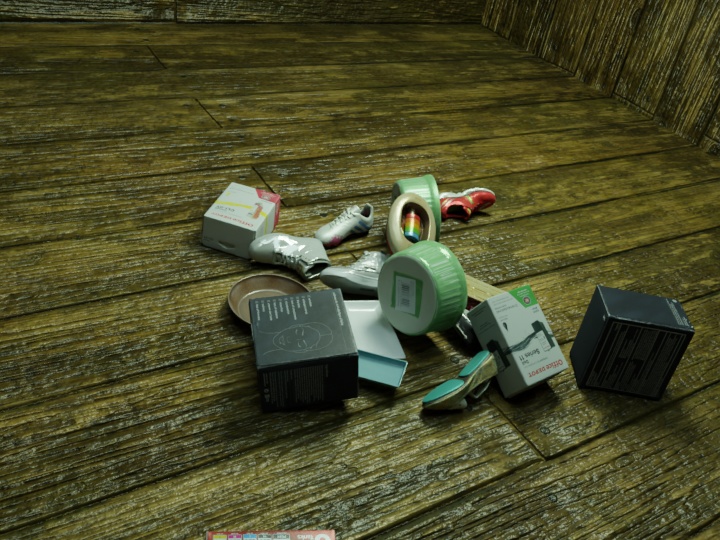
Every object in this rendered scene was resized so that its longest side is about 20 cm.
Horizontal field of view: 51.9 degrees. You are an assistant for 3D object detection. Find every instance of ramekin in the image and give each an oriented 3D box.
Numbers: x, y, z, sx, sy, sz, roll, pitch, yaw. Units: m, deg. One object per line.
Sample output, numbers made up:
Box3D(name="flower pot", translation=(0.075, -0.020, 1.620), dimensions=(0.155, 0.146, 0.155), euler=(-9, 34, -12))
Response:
Box3D(name="ramekin", translation=(0.129, 0.044, 1.631), dimensions=(0.199, 0.204, 0.096), euler=(36, 33, 32))
Box3D(name="ramekin", translation=(0.142, -0.148, 1.953), dimensions=(0.095, 0.204, 0.202), euler=(-3, 35, -8))

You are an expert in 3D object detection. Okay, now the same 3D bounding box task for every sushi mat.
Box3D(name="sushi mat", translation=(0.303, 0.058, 1.735), dimensions=(0.195, 0.012, 0.096), euler=(22, 31, -4))

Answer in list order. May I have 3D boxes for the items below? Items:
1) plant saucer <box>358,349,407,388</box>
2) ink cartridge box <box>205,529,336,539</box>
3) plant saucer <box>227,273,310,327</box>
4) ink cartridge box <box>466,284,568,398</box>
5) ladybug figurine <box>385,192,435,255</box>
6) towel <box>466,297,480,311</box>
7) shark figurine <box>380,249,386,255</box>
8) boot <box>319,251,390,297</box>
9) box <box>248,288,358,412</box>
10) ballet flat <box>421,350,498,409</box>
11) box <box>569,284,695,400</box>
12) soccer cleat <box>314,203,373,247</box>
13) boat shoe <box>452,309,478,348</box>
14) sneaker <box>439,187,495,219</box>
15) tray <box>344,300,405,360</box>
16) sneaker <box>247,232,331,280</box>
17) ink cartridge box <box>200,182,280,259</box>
Box3D(name="plant saucer", translation=(-0.004, 0.194, 1.526), dimensions=(0.195, 0.019, 0.071), euler=(12, 44, 15))
Box3D(name="ink cartridge box", translation=(-0.125, 0.469, 1.049), dimensions=(0.194, 0.086, 0.177), euler=(4, 34, -14))
Box3D(name="plant saucer", translation=(-0.198, 0.079, 1.645), dimensions=(0.194, 0.037, 0.202), euler=(8, 34, -5))
Box3D(name="ink cartridge box", translation=(0.338, 0.151, 1.592), dimensions=(0.144, 0.083, 0.204), euler=(-14, 73, -35))
Box3D(name="ladybug figurine", translation=(0.116, -0.093, 1.796), dimensions=(0.133, 0.072, 0.204), euler=(24, 56, -19))
Box3D(name="towel", translation=(0.306, 0.095, 1.750), dimensions=(0.141, 0.023, 0.200), euler=(7, 20, -28))
Box3D(name="shark figurine", translation=(0.161, -0.013, 1.843), dimensions=(0.209, 0.092, 0.128), euler=(10, 7, 20))
Box3D(name="boot", translation=(0.000, 0.000, 1.769), dimensions=(0.195, 0.074, 0.098), euler=(13, 61, -15))
Box3D(name="box", translation=(-0.114, 0.152, 1.458), dimensions=(0.191, 0.127, 0.202), euler=(-8, 38, -9))
Box3D(name="ballet flat", translation=(0.210, 0.241, 1.511), dimensions=(0.198, 0.072, 0.070), euler=(-34, 52, -28))
Box3D(name="box", translation=(0.593, 0.159, 1.639), dimensions=(0.192, 0.204, 0.124), euler=(9, 33, -4))
Box3D(name="soccer cleat", translation=(-0.043, -0.127, 1.955), dimensions=(0.197, 0.088, 0.069), euler=(-22, 46, -41))
Box3D(name="boat shoe", translation=(0.209, 0.102, 1.719), dimensions=(0.060, 0.074, 0.200), euler=(-40, 55, -7))
Box3D(name="sneaker", translation=(0.314, -0.186, 2.185), dimensions=(0.194, 0.078, 0.086), euler=(-11, 43, -14))
Box3D(name="tray", translation=(0.024, 0.136, 1.647), dimensions=(0.104, 0.023, 0.202), euler=(0, 36, -17))
Box3D(name="sneaker", translation=(-0.166, -0.031, 1.784), dimensions=(0.195, 0.075, 0.116), euler=(-2, 33, -24))
Box3D(name="ink cartridge box", translation=(-0.300, -0.130, 1.875), dimensions=(0.141, 0.085, 0.201), euler=(16, 33, 5))
